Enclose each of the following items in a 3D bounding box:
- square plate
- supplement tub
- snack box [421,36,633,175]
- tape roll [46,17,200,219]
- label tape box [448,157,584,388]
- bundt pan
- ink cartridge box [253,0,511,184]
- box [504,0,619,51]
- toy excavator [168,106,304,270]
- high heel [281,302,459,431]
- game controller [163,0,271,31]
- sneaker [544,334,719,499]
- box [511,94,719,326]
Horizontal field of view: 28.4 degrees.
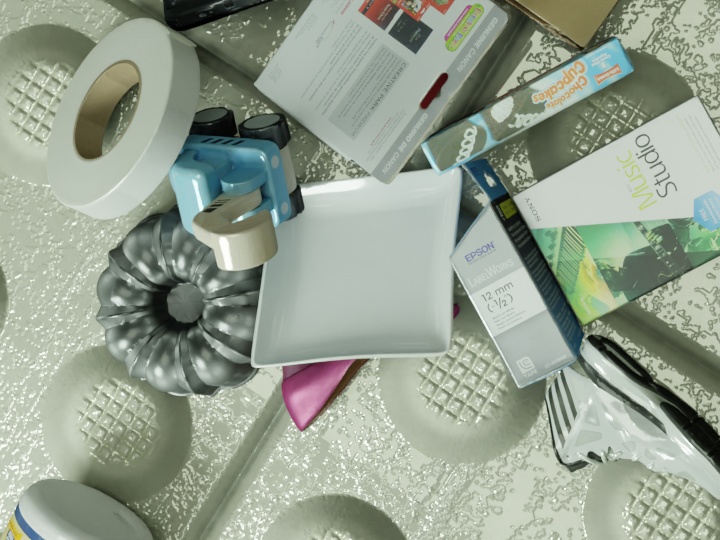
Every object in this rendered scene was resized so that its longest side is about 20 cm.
[{"bbox_3d":[0.000,0.000,1.360,0.200,0.028,0.198,-5,61,20],"label":"square plate"},{"bbox_3d":[-0.311,0.328,1.429,0.144,0.144,0.200,29,98,9],"label":"supplement tub"},{"bbox_3d":[0.155,-0.155,1.319,0.200,0.116,0.037,-28,95,11],"label":"snack box"},{"bbox_3d":[-0.233,-0.149,1.383,0.203,0.037,0.203,-24,54,38],"label":"tape roll"},{"bbox_3d":[0.132,-0.002,1.315,0.066,0.143,0.200,-30,89,13],"label":"label tape box"},{"bbox_3d":[-0.178,0.032,1.422,0.202,0.076,0.202,1,92,13],"label":"bundt pan"},{"bbox_3d":[0.031,-0.200,1.346,0.176,0.084,0.200,40,100,20],"label":"ink cartridge box"},{"bbox_3d":[0.197,-0.327,1.323,0.163,0.021,0.200,36,82,9],"label":"box"},{"bbox_3d":[-0.123,-0.064,1.313,0.194,0.200,0.100,8,122,32],"label":"toy excavator"},{"bbox_3d":[0.013,0.091,1.388,0.200,0.067,0.096,-17,81,26],"label":"high heel"},{"bbox_3d":[-0.104,-0.295,1.372,0.200,0.104,0.042,-13,134,27],"label":"game controller"},{"bbox_3d":[0.259,0.166,1.347,0.200,0.076,0.115,44,109,15],"label":"sneaker"},{"bbox_3d":[0.263,-0.055,1.344,0.200,0.036,0.144,-29,86,13],"label":"box"}]
